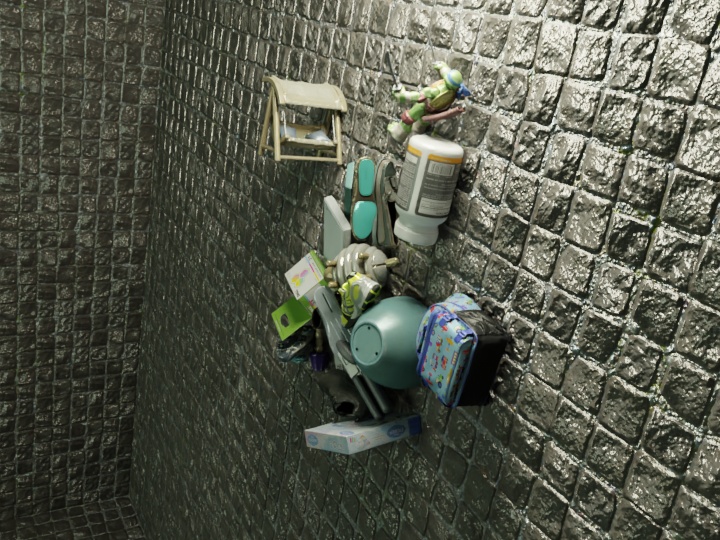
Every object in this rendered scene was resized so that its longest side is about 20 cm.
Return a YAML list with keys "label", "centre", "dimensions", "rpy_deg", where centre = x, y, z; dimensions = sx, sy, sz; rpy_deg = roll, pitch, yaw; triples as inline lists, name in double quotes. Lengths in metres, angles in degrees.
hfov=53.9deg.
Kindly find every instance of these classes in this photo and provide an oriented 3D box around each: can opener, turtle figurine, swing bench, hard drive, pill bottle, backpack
- label: "can opener"
  centre: [0.000, 0.244, 1.598]
  dimensions: [0.053, 0.066, 0.202]
  rpy_deg: [-42, 59, 17]
- label: "turtle figurine"
  centre: [0.117, -0.372, 1.445]
  dimensions: [0.194, 0.197, 0.146]
  rpy_deg: [-52, 15, 51]
- label: "swing bench"
  centre: [-0.147, -0.384, 1.813]
  dimensions: [0.129, 0.195, 0.205]
  rpy_deg: [26, 114, 54]
- label: "hard drive"
  centre: [-0.061, -0.067, 1.792]
  dimensions: [0.203, 0.026, 0.133]
  rpy_deg: [94, 154, -43]
- label: "pill bottle"
  centre: [0.134, -0.163, 1.446]
  dimensions: [0.116, 0.114, 0.204]
  rpy_deg: [40, 124, 49]
- label: "backpack"
  centre: [0.177, 0.144, 1.380]
  dimensions: [0.200, 0.132, 0.186]
  rpy_deg: [48, 130, 49]

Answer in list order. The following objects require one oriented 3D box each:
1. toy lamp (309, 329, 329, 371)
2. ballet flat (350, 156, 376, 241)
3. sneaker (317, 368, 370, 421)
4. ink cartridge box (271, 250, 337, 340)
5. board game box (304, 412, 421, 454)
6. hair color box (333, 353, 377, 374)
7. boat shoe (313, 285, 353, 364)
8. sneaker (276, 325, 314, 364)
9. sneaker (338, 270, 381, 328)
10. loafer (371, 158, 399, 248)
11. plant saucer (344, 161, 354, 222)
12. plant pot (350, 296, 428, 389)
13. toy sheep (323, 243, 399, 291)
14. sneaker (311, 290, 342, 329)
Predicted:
- label: "toy lamp"
  centre: [-0.110, 0.169, 1.916]
  dimensions: [0.058, 0.057, 0.206]
  rpy_deg: [10, 100, 57]
- label: "ballet flat"
  centre: [0.007, -0.171, 1.713]
  dimensions: [0.075, 0.066, 0.206]
  rpy_deg: [166, 106, -79]
- label: "sneaker"
  centre: [-0.043, 0.296, 1.672]
  dimensions: [0.198, 0.090, 0.077]
  rpy_deg: [12, 128, 48]
- label: "ink cartridge box"
  centre: [-0.162, 0.065, 1.853]
  dimensions: [0.199, 0.076, 0.148]
  rpy_deg: [-39, 33, 2]
- label: "board game box"
  centre: [0.003, 0.365, 1.608]
  dimensions: [0.199, 0.195, 0.045]
  rpy_deg: [-13, 85, 58]
- label: "hair color box"
  centre: [0.012, 0.234, 1.716]
  dimensions: [0.199, 0.059, 0.103]
  rpy_deg: [-26, 69, 55]
- label: "boat shoe"
  centre: [-0.054, 0.131, 1.704]
  dimensions: [0.062, 0.071, 0.204]
  rpy_deg: [65, -177, -80]
- label: "sneaker"
  centre: [-0.167, 0.218, 1.927]
  dimensions: [0.076, 0.200, 0.089]
  rpy_deg: [-3, 103, 18]
- label: "sneaker"
  centre: [-0.011, 0.062, 1.590]
  dimensions: [0.076, 0.075, 0.201]
  rpy_deg: [42, 147, 9]
- label: "loafer"
  centre: [0.068, -0.151, 1.615]
  dimensions: [0.062, 0.071, 0.205]
  rpy_deg: [16, 113, 36]
- label: "plant saucer"
  centre: [-0.028, -0.186, 1.697]
  dimensions: [0.201, 0.018, 0.072]
  rpy_deg: [94, -178, -72]
- label: "plant pot"
  centre: [0.053, 0.156, 1.524]
  dimensions: [0.197, 0.133, 0.206]
  rpy_deg: [-4, 84, 39]
- label: "toy sheep"
  centre: [0.000, 0.000, 1.652]
  dimensions: [0.196, 0.137, 0.142]
  rpy_deg: [-7, 85, 28]
- label: "sneaker"
  centre: [-0.049, 0.076, 1.764]
  dimensions: [0.075, 0.104, 0.203]
  rpy_deg: [54, 134, 42]
